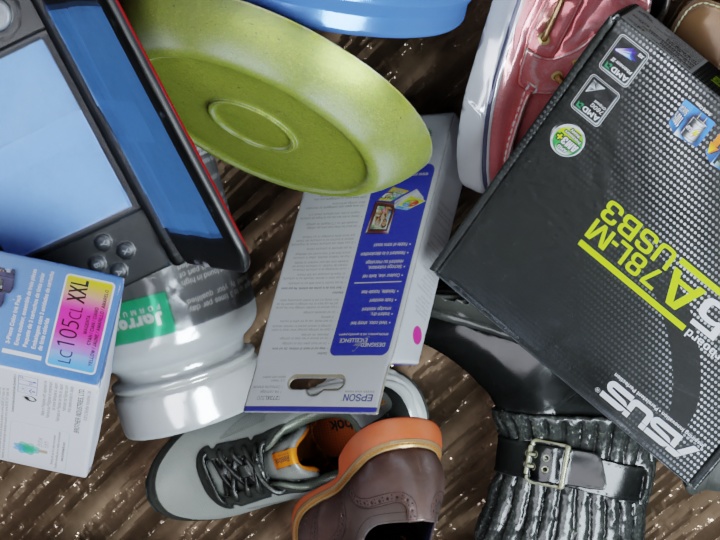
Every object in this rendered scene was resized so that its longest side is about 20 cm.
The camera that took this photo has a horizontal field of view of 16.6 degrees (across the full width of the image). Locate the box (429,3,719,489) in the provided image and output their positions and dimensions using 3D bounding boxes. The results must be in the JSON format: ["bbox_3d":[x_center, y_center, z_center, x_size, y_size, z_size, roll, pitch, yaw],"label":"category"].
[{"bbox_3d":[0.169,-0.013,1.369,0.200,0.047,0.193,40,115,8],"label":"box"}]

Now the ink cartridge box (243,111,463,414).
[{"bbox_3d":[0.000,0.000,1.455,0.094,0.037,0.201,-1,59,32],"label":"ink cartridge box"}]

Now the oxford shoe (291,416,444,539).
[{"bbox_3d":[0.002,0.165,1.508,0.071,0.073,0.200,-1,149,-15],"label":"oxford shoe"}]

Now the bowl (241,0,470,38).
[{"bbox_3d":[-0.029,-0.178,1.402,0.200,0.201,0.040,18,110,17],"label":"bowl"}]

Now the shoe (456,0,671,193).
[{"bbox_3d":[0.121,-0.129,1.426,0.091,0.071,0.201,20,110,15],"label":"shoe"}]

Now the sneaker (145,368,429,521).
[{"bbox_3d":[-0.057,0.114,1.558,0.199,0.079,0.074,-21,97,27],"label":"sneaker"}]

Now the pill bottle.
[{"bbox_3d":[-0.129,-0.004,1.537,0.113,0.113,0.201,-13,98,24],"label":"pill bottle"}]

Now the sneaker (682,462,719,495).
[{"bbox_3d":[0.244,0.042,1.428,0.090,0.076,0.201,12,112,7],"label":"sneaker"}]

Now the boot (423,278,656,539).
[{"bbox_3d":[0.087,0.090,1.492,0.210,0.079,0.159,20,110,16],"label":"boot"}]

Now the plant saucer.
[{"bbox_3d":[-0.056,-0.093,1.394,0.199,0.200,0.031,20,71,16],"label":"plant saucer"}]

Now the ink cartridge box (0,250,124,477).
[{"bbox_3d":[-0.244,0.043,1.430,0.199,0.077,0.137,11,151,-4],"label":"ink cartridge box"}]

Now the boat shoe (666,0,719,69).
[{"bbox_3d":[0.182,-0.058,1.417,0.075,0.074,0.201,18,110,17],"label":"boat shoe"}]

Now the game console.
[{"bbox_3d":[-0.173,-0.068,1.399,0.172,0.119,0.201,-24,105,11],"label":"game console"}]
